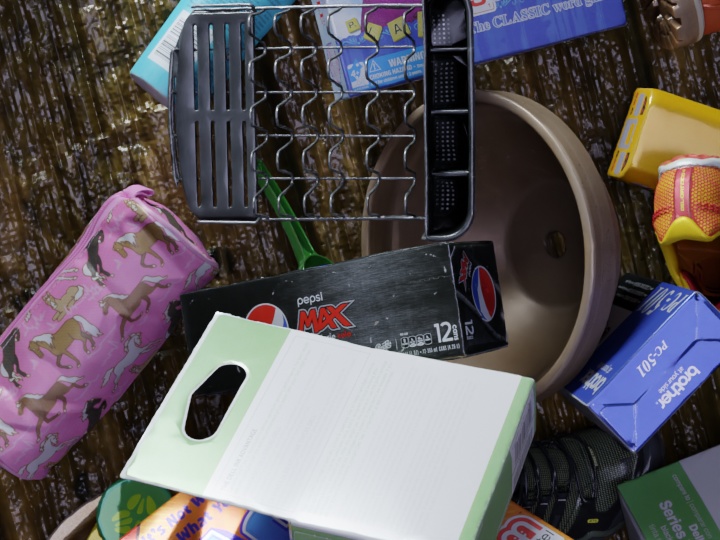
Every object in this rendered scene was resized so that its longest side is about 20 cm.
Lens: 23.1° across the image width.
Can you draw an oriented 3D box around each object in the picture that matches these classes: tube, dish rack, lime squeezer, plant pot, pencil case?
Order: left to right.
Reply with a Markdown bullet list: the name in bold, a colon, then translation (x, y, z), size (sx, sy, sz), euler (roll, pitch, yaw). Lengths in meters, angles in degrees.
- **pencil case**: translation (-0.180, 0.040, 1.138), size (0.083, 0.087, 0.200), euler (41, 90, 27)
- **tube**: translation (-0.070, -0.190, 1.147), size (0.077, 0.050, 0.200), euler (39, 85, -15)
- **dish rack**: translation (-0.025, -0.097, 1.084), size (0.198, 0.055, 0.155), euler (0, 96, 11)
- **lime squeezer**: translation (0.000, 0.000, 1.140), size (0.199, 0.038, 0.071), euler (29, 102, 30)
- **plant pot**: translation (0.100, -0.015, 1.127), size (0.092, 0.200, 0.202), euler (-7, 97, -43)

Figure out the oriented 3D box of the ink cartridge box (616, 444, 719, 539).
- **ink cartridge box**: translation (0.283, 0.178, 1.155), size (0.199, 0.085, 0.147), euler (-21, 128, -2)

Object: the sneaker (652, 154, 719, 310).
- **sneaker**: translation (0.230, 0.004, 1.130), size (0.073, 0.200, 0.078), euler (-5, 60, 32)

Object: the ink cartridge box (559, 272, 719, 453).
- **ink cartridge box**: translation (0.170, 0.053, 1.105), size (0.044, 0.200, 0.094), euler (44, 91, -4)

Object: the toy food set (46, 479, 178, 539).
- **toy food set**: translation (-0.134, 0.237, 1.172), size (0.197, 0.049, 0.201), euler (29, 92, -6)

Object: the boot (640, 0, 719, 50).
- **boot**: translation (0.223, -0.257, 1.154), size (0.107, 0.075, 0.201), euler (-19, 104, -6)

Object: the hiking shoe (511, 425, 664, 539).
- **hiking shoe**: translation (0.108, 0.146, 1.150), size (0.199, 0.101, 0.076), euler (-23, 63, -2)

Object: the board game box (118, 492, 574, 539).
- **board game box**: translation (-0.014, 0.232, 1.028), size (0.199, 0.199, 0.201), euler (-37, 141, -32)

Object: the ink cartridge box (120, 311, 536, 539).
- **ink cartridge box**: translation (-0.014, 0.102, 0.988), size (0.199, 0.146, 0.048), euler (10, 132, 17)

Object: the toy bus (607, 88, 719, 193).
- **toy bus**: translation (0.268, -0.061, 1.165), size (0.199, 0.078, 0.066), euler (18, 93, -6)

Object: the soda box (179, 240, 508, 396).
- **soda box**: translation (-0.012, 0.031, 1.089), size (0.199, 0.063, 0.071), euler (-10, 86, 30)

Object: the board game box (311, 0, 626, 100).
- **board game box**: translation (0.056, -0.231, 1.138), size (0.199, 0.041, 0.201), euler (-17, 96, -13)
